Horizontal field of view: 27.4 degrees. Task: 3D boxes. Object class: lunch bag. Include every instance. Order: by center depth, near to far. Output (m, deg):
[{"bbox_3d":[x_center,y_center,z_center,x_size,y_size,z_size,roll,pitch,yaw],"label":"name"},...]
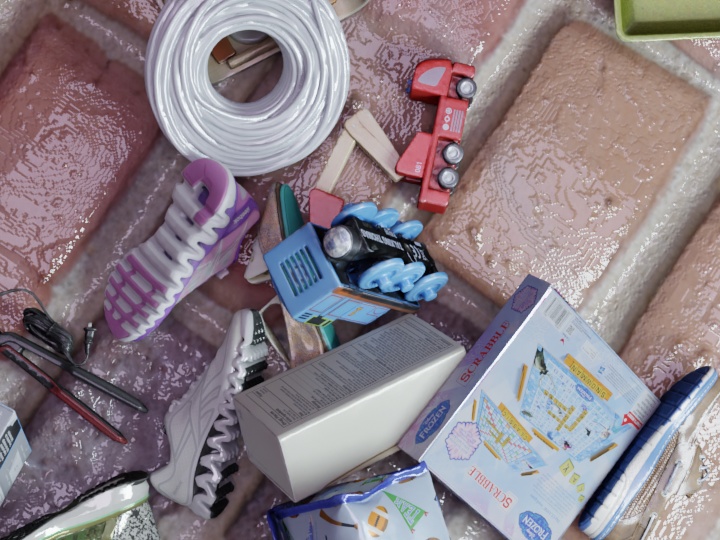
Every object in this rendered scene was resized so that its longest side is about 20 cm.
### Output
[{"bbox_3d":[-0.006,0.278,1.328,0.123,0.199,0.172,-14,84,-32],"label":"lunch bag"}]

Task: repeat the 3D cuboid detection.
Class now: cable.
[{"bbox_3d":[-0.109,-0.193,1.401,0.199,0.069,0.201,-31,114,-4],"label":"cable"}]

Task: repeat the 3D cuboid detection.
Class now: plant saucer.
[{"bbox_3d":[0.342,-0.325,1.480,0.197,0.048,0.203,-3,83,-3],"label":"plant saucer"}]

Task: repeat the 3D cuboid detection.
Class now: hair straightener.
[{"bbox_3d":[-0.284,0.080,1.418,0.199,0.041,0.077,36,83,6],"label":"hair straightener"}]

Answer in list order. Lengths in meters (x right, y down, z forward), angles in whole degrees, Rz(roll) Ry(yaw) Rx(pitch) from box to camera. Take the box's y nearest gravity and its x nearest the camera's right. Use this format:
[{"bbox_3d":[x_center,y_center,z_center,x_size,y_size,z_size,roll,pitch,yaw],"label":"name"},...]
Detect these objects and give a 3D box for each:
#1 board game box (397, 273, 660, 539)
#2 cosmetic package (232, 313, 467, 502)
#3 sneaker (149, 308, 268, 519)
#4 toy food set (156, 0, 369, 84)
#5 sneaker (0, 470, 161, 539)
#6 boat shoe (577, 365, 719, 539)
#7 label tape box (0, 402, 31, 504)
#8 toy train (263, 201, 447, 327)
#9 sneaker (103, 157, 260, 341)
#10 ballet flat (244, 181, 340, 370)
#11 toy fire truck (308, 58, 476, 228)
[{"bbox_3d":[0.161,0.142,1.373,0.200,0.041,0.200,-51,123,-7],"label":"board game box"},{"bbox_3d":[-0.005,0.122,1.354,0.198,0.103,0.074,-24,118,-21],"label":"cosmetic package"},{"bbox_3d":[-0.143,0.129,1.393,0.080,0.075,0.202,18,92,14],"label":"sneaker"},{"bbox_3d":[-0.103,-0.289,1.450,0.198,0.060,0.145,-27,85,-5],"label":"toy food set"},{"bbox_3d":[-0.270,0.267,1.367,0.198,0.077,0.089,-28,94,-14],"label":"sneaker"},{"bbox_3d":[0.293,0.185,1.416,0.072,0.072,0.201,36,93,-3],"label":"boat shoe"},{"bbox_3d":[-0.373,0.219,1.318,0.065,0.144,0.202,23,68,2],"label":"label tape box"},{"bbox_3d":[0.000,0.000,1.363,0.114,0.200,0.087,-32,71,18],"label":"toy train"},{"bbox_3d":[-0.165,-0.010,1.410,0.201,0.088,0.081,-52,57,12],"label":"sneaker"},{"bbox_3d":[-0.074,0.018,1.418,0.067,0.068,0.202,-18,83,15],"label":"ballet flat"},{"bbox_3d":[0.030,-0.117,1.443,0.139,0.049,0.203,12,83,0],"label":"toy fire truck"}]
